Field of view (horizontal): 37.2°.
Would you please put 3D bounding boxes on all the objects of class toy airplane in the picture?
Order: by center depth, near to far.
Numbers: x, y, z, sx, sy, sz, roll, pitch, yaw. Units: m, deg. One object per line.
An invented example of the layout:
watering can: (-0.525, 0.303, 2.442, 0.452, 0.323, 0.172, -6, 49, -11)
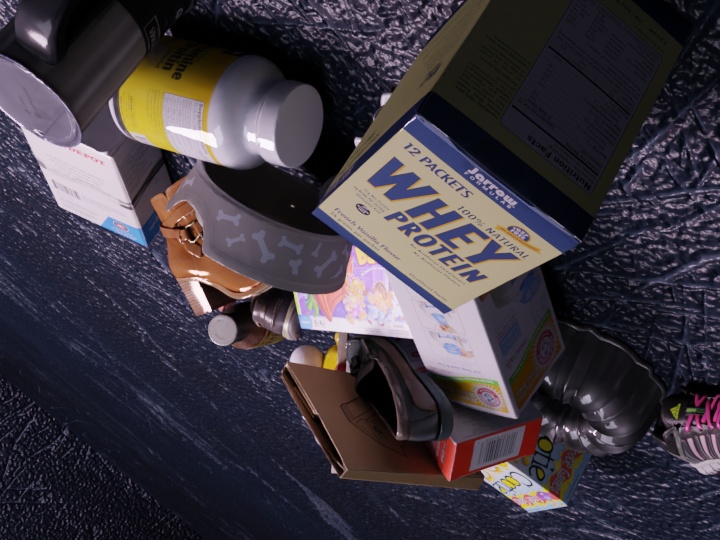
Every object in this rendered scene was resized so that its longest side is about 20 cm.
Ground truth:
toy airplane: (-0.028, 0.128, 1.338, 0.141, 0.200, 0.199, 8, 147, 20)

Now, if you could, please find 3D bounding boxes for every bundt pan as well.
bundt pan: (0.236, 0.140, 1.207, 0.201, 0.076, 0.202, 26, 155, 13)

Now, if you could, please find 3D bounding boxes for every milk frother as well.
milk frother: (-0.287, -0.252, 0.965, 0.200, 0.188, 0.181, 24, 153, 17)

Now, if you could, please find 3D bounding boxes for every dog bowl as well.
dog bowl: (-0.094, -0.053, 1.089, 0.200, 0.059, 0.200, 24, -161, -9)

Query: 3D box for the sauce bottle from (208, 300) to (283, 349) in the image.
sauce bottle: (-0.147, 0.073, 1.424, 0.065, 0.065, 0.200, 26, -171, 14)

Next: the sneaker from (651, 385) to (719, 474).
sneaker: (0.355, 0.155, 1.097, 0.087, 0.074, 0.200, 23, 159, 5)

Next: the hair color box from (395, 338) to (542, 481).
hair color box: (0.100, 0.131, 1.188, 0.200, 0.111, 0.064, -125, 31, -43)

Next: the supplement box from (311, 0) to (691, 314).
supplement box: (0.097, -0.105, 0.778, 0.134, 0.200, 0.200, 37, 154, -9)

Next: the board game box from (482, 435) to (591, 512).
board game box: (0.180, 0.204, 1.352, 0.200, 0.103, 0.105, 35, 155, -7)

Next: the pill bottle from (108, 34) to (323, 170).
pill bottle: (-0.140, -0.162, 1.049, 0.200, 0.112, 0.112, 17, 151, 28)

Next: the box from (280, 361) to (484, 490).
box: (0.025, 0.171, 1.168, 0.200, 0.021, 0.164, 14, -153, -39)

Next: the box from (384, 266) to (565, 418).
box: (0.117, 0.035, 1.073, 0.101, 0.113, 0.200, 9, 135, 40)

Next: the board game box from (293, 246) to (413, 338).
board game box: (0.000, 0.000, 1.182, 0.200, 0.045, 0.135, 1, 107, 47)

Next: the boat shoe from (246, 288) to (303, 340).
boat shoe: (-0.101, 0.039, 1.351, 0.073, 0.075, 0.200, 19, 180, -3)

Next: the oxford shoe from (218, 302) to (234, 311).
oxford shoe: (-0.176, 0.001, 1.368, 0.075, 0.070, 0.200, 49, 176, -9)

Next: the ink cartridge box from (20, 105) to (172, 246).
ink cartridge box: (-0.323, -0.138, 1.331, 0.146, 0.084, 0.200, 25, 153, 15)

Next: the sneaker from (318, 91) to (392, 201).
sneaker: (0.021, -0.106, 1.016, 0.200, 0.075, 0.115, 0, 138, 42)

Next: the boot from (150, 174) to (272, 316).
boot: (-0.149, -0.044, 1.217, 0.200, 0.077, 0.156, -19, 94, 43)

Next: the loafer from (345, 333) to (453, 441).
loafer: (0.024, 0.119, 1.135, 0.200, 0.063, 0.072, 37, 131, 56)
